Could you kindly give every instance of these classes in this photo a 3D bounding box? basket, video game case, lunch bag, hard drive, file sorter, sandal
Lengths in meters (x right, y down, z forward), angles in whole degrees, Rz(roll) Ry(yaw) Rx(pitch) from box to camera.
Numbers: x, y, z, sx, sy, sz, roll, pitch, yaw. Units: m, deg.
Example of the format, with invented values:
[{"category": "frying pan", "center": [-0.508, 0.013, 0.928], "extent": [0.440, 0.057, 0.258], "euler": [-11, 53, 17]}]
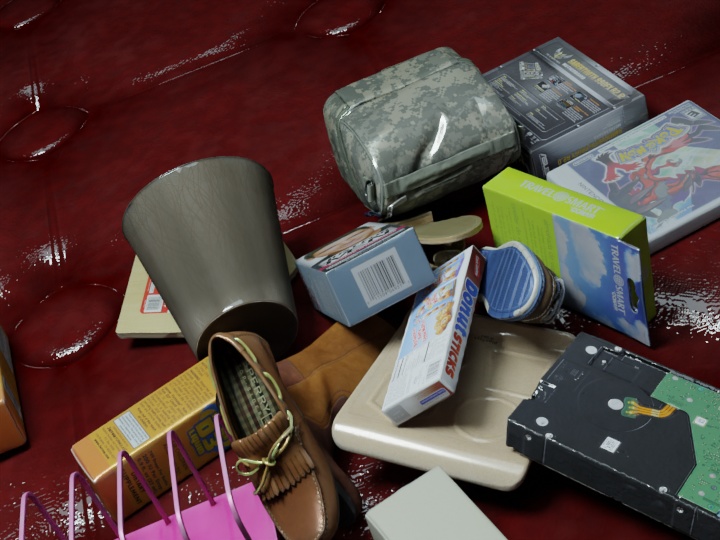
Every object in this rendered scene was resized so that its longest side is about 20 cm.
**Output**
[{"category": "basket", "center": [-0.147, -0.001, 1.313], "extent": [0.178, 0.137, 0.201], "euler": [-21, 52, -8]}, {"category": "video game case", "center": [0.331, -0.103, 1.339], "extent": [0.198, 0.023, 0.183], "euler": [-27, 38, -9]}, {"category": "lunch bag", "center": [0.070, -0.149, 1.408], "extent": [0.197, 0.141, 0.168], "euler": [-22, 30, -12]}, {"category": "hard drive", "center": [0.240, 0.137, 1.028], "extent": [0.198, 0.038, 0.140], "euler": [22, 44, 29]}, {"category": "file sorter", "center": [-0.180, 0.232, 1.054], "extent": [0.197, 0.127, 0.140], "euler": [-23, 36, 2]}, {"category": "sandal", "center": [0.081, -0.019, 1.318], "extent": [0.077, 0.071, 0.211], "euler": [-17, 12, -17]}]

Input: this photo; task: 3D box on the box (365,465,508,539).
[{"category": "box", "center": [0.088, 0.251, 0.968], "extent": [0.081, 0.069, 0.200], "euler": [-29, 37, -13]}]

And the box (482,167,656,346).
[{"category": "box", "center": [0.212, -0.017, 1.201], "extent": [0.047, 0.123, 0.199], "euler": [-36, 40, -25]}]

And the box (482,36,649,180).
[{"category": "box", "center": [0.228, -0.197, 1.481], "extent": [0.157, 0.049, 0.200], "euler": [-26, 38, -10]}]

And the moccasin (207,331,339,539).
[{"category": "moccasin", "center": [-0.077, 0.143, 1.047], "extent": [0.073, 0.078, 0.204], "euler": [-26, 71, 18]}]

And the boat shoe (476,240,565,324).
[{"category": "boat shoe", "center": [0.158, 0.015, 1.174], "extent": [0.071, 0.073, 0.200], "euler": [20, 4, -11]}]

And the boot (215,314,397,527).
[{"category": "boot", "center": [-0.009, 0.135, 1.173], "extent": [0.198, 0.069, 0.187], "euler": [-26, 48, -36]}]

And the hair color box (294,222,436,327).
[{"category": "hair color box", "center": [0.000, 0.000, 1.254], "extent": [0.098, 0.061, 0.200], "euler": [-27, 8, -9]}]

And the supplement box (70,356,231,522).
[{"category": "supplement box", "center": [-0.179, 0.156, 1.209], "extent": [0.199, 0.067, 0.069], "euler": [-35, 39, -18]}]

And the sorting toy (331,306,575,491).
[{"category": "sorting toy", "center": [0.092, 0.115, 1.133], "extent": [0.182, 0.037, 0.201], "euler": [10, 39, 22]}]

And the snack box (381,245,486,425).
[{"category": "snack box", "center": [0.070, 0.056, 1.134], "extent": [0.072, 0.024, 0.201], "euler": [-35, 21, 33]}]

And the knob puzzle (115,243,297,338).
[{"category": "knob puzzle", "center": [-0.167, 0.008, 1.414], "extent": [0.216, 0.031, 0.222], "euler": [-6, 47, 6]}]

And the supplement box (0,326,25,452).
[{"category": "supplement box", "center": [-0.420, 0.120, 1.349], "extent": [0.066, 0.070, 0.200], "euler": [-23, 35, -9]}]
